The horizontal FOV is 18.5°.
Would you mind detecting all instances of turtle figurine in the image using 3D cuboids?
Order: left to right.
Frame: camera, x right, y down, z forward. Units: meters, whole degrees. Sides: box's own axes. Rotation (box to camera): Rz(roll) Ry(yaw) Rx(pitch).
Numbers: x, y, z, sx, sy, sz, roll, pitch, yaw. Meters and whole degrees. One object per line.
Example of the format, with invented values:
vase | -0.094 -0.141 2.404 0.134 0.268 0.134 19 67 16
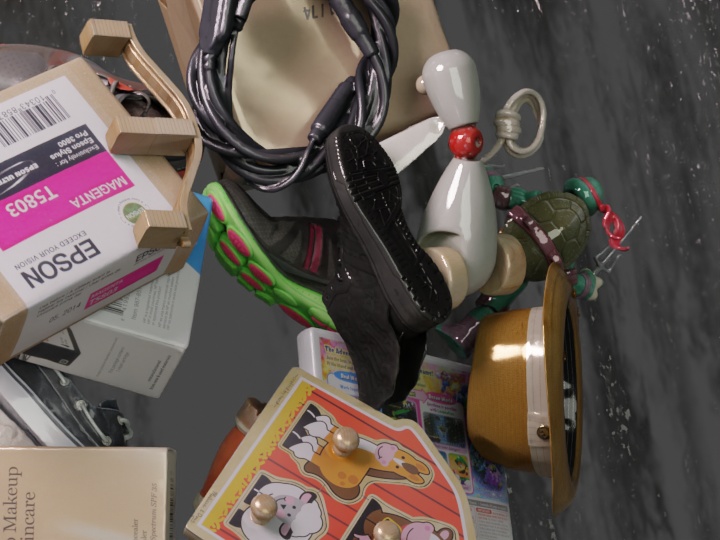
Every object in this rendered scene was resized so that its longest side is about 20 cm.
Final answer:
turtle figurine | 0.134 -0.025 1.805 0.200 0.101 0.150 -37 88 -11

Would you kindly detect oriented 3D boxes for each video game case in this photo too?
video game case | 0.038 0.149 1.719 0.199 0.024 0.183 15 59 -39

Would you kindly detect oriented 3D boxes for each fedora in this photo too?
fedora | 0.128 0.094 1.727 0.081 0.201 0.202 0 80 12

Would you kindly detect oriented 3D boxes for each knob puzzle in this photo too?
knob puzzle | 0.000 0.171 1.588 0.218 0.031 0.221 10 49 -11

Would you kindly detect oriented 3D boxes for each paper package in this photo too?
paper package | -0.038 -0.180 1.773 0.199 0.103 0.192 -18 86 -19

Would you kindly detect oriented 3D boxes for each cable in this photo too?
cable | -0.050 -0.156 1.693 0.162 0.051 0.202 10 83 -24

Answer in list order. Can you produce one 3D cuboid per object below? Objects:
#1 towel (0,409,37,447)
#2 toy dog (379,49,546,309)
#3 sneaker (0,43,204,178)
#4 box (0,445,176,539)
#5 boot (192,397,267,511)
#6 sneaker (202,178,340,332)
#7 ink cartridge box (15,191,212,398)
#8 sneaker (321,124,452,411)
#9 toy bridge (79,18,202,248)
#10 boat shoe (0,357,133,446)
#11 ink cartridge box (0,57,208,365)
towel | -0.289 0.185 1.674 0.133 0.034 0.200 -44 94 -19
toy dog | 0.064 -0.061 1.723 0.131 0.096 0.202 22 71 -42
sneaker | -0.208 -0.135 1.725 0.199 0.082 0.078 17 76 -13
box | -0.235 0.173 1.608 0.198 0.078 0.096 -1 84 0
boot | -0.035 0.194 1.738 0.199 0.075 0.108 32 94 -16
sneaker | -0.046 -0.011 1.764 0.200 0.077 0.084 39 67 -18
ink cartridge box | -0.225 -0.006 1.675 0.199 0.084 0.146 17 53 -13
sneaker | 0.002 -0.001 1.675 0.060 0.104 0.201 -18 79 -45
toy bridge | -0.150 -0.097 1.606 0.067 0.027 0.201 1 54 -30
boat shoe | -0.206 0.127 1.693 0.068 0.072 0.200 -43 87 -17
ink cartridge box | -0.236 -0.044 1.592 0.199 0.075 0.165 -30 73 -38
